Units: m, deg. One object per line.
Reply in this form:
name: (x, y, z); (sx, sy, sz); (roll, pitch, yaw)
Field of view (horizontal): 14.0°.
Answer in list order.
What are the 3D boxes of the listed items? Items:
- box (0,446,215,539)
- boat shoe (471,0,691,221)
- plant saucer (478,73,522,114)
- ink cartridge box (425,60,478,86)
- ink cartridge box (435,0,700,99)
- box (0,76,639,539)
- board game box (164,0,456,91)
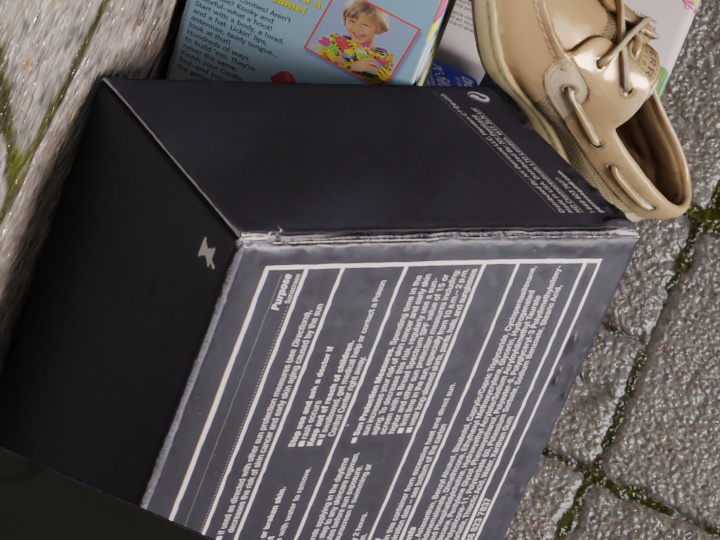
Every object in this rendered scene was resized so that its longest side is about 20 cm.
box: (-0.100, 0.156, 0.945); (0.124, 0.200, 0.149); (103, 11, -67)
boat shoe: (0.097, -0.093, 1.249); (0.200, 0.064, 0.071); (63, 38, -50)
plant saucer: (0.076, -0.003, 1.408); (0.201, 0.039, 0.201); (-173, -90, -80)
ink cartridge box: (0.000, 0.000, 1.441); (0.200, 0.044, 0.094); (-61, -162, 22)
ink cartridge box: (0.101, -0.146, 1.534); (0.084, 0.145, 0.200); (109, 6, -54)
box: (-0.027, 0.034, 1.184); (0.198, 0.123, 0.200); (-2, 125, -39)
board game box: (-0.018, -0.108, 1.273); (0.200, 0.105, 0.103); (111, 3, -47)
